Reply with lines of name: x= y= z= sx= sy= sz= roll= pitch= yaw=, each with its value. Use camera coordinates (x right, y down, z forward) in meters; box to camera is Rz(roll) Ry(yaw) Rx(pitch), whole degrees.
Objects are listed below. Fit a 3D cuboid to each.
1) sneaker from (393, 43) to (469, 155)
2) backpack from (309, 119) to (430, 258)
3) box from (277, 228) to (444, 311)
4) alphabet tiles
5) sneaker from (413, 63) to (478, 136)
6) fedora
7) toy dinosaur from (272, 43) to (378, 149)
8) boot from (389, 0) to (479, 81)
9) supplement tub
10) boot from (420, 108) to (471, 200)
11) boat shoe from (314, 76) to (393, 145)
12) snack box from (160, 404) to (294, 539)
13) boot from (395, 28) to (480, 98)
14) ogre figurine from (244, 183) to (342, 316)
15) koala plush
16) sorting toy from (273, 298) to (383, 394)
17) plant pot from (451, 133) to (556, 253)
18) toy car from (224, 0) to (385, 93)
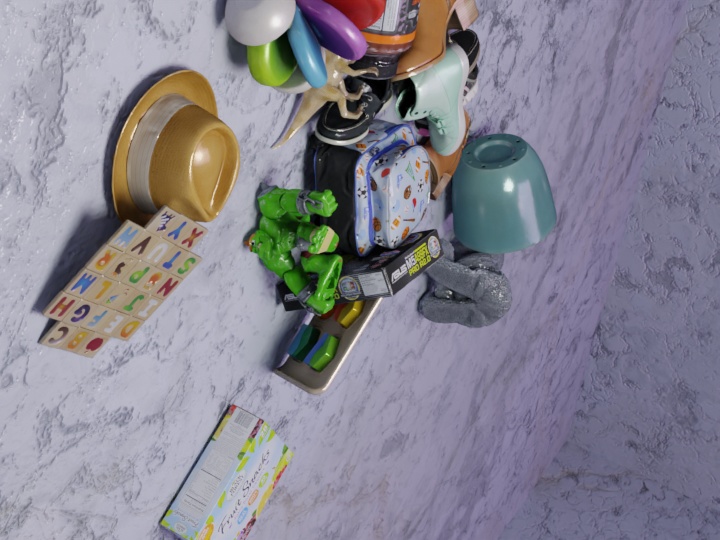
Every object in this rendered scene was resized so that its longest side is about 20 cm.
sneaker: x=0.096 y=-0.239 z=1.633 sx=0.118 sy=0.074 sz=0.201 roll=-29 pitch=145 yaw=-22
backpack: x=0.019 y=-0.132 z=1.581 sx=0.191 sy=0.153 sz=0.201 roll=-54 pitch=153 yaw=-51
box: x=0.000 y=0.000 z=1.588 sx=0.160 sy=0.199 sz=0.045 roll=-36 pitch=111 yaw=-50
alphabet tiles: x=-0.256 y=0.016 z=1.188 sx=0.200 sy=0.006 sz=0.166 roll=-47 pitch=158 yaw=4
sneaker: x=0.142 y=-0.297 z=1.786 sx=0.200 sy=0.073 sz=0.088 roll=-54 pitch=155 yaw=-40
fedora: x=-0.190 y=-0.117 z=1.201 sx=0.201 sy=0.081 sz=0.202 roll=-47 pitch=150 yaw=-38
toy dinosaur: x=-0.042 y=-0.241 z=1.424 sx=0.201 sy=0.100 sz=0.058 roll=-63 pitch=-161 yaw=22
boot: x=0.078 y=-0.375 z=1.524 sx=0.200 sy=0.076 sz=0.156 roll=-45 pitch=122 yaw=-20
supplement tub: x=0.027 y=-0.359 z=1.432 sx=0.107 sy=0.106 sz=0.201 roll=-37 pitch=143 yaw=-50
boot: x=0.134 y=-0.219 z=1.842 sx=0.156 sy=0.073 sz=0.200 roll=-63 pitch=169 yaw=-7
boat shoe: x=-0.003 y=-0.239 z=1.508 sx=0.199 sy=0.074 sz=0.066 roll=-44 pitch=154 yaw=-49
snack box: x=-0.193 y=0.323 z=1.615 sx=0.201 sy=0.067 sz=0.169 roll=-60 pitch=157 yaw=-19
boot: x=0.125 y=-0.363 z=1.687 sx=0.200 sy=0.073 sz=0.151 roll=-41 pitch=147 yaw=-32
ogre figurine: x=-0.085 y=-0.037 z=1.460 sx=0.098 sy=0.119 sz=0.200 roll=-53 pitch=152 yaw=-20
koala plush: x=0.229 y=-0.004 z=2.142 sx=0.201 sy=0.182 sz=0.178 roll=-61 pitch=160 yaw=-45
sorting toy: x=-0.046 y=0.085 z=1.615 sx=0.036 sy=0.185 sz=0.201 roll=40 pitch=80 yaw=-21
plant pot: x=0.261 y=-0.156 z=2.028 sx=0.201 sy=0.199 sz=0.162 roll=-49 pitch=139 yaw=-37
toy car: x=-0.050 y=-0.297 z=1.260 sx=0.201 sy=0.149 sz=0.175 roll=-62 pitch=157 yaw=-11
